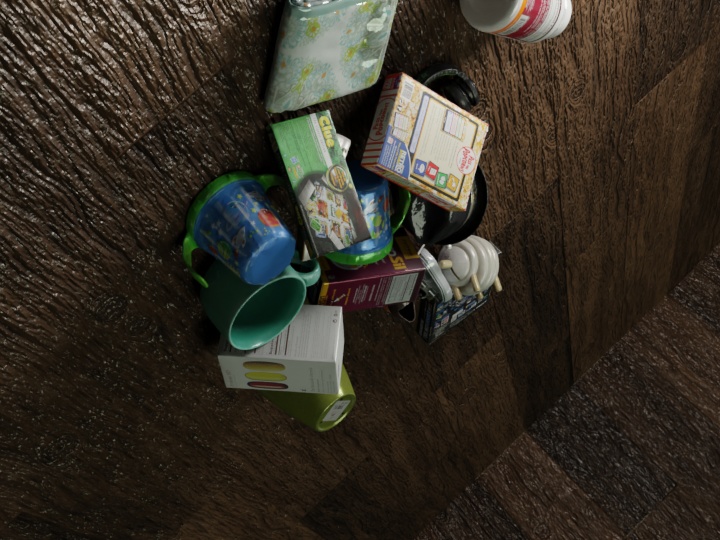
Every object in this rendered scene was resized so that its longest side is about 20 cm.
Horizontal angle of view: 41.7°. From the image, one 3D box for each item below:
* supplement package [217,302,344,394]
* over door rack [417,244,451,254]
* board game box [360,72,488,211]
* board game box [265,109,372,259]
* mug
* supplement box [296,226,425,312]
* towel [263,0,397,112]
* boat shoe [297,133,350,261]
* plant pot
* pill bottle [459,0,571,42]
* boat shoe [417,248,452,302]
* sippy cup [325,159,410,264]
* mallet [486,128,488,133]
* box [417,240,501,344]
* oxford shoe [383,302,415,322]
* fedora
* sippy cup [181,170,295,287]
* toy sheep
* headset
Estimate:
[{"bbox_3d":[-0.131,0.130,1.594,0.196,0.111,0.114,3,145,4],"label":"supplement package"},{"bbox_3d":[0.161,-0.101,1.805,0.200,0.066,0.149,-36,154,-51],"label":"over door rack"},{"bbox_3d":[0.106,-0.200,1.505,0.198,0.046,0.154,23,79,-35],"label":"board game box"},{"bbox_3d":[-0.060,-0.127,1.381,0.104,0.203,0.023,-19,180,-29],"label":"board game box"},{"bbox_3d":[-0.169,0.030,1.513,0.184,0.114,0.153,-5,132,-52],"label":"mug"},{"bbox_3d":[0.000,0.000,1.654,0.197,0.111,0.086,-8,139,-23],"label":"supplement box"},{"bbox_3d":[-0.038,-0.311,1.309,0.198,0.048,0.173,-23,144,-36],"label":"towel"},{"bbox_3d":[-0.051,-0.110,1.433,0.068,0.071,0.204,11,88,-16],"label":"boat shoe"},{"bbox_3d":[-0.104,0.188,1.722,0.186,0.200,0.188,-33,150,-22],"label":"plant pot"},{"bbox_3d":[0.251,-0.422,1.491,0.199,0.113,0.114,-6,133,-52],"label":"pill bottle"},{"bbox_3d":[0.131,0.020,1.915,0.071,0.072,0.200,-37,148,-1],"label":"boat shoe"},{"bbox_3d":[-0.009,-0.102,1.541,0.178,0.138,0.132,-51,153,-47],"label":"sippy cup"},{"bbox_3d":[0.174,-0.207,1.673,0.065,0.042,0.200,-26,174,-38],"label":"mallet"},{"bbox_3d":[0.223,0.051,2.158,0.199,0.050,0.200,-32,149,-24],"label":"box"},{"bbox_3d":[0.071,0.027,1.821,0.071,0.072,0.201,-41,145,-13],"label":"oxford shoe"},{"bbox_3d":[0.126,-0.118,1.637,0.092,0.198,0.202,-56,171,-54],"label":"fedora"},{"bbox_3d":[-0.167,-0.053,1.387,0.139,0.130,0.179,1,128,-54],"label":"sippy cup"},{"bbox_3d":[0.227,-0.009,1.993,0.199,0.138,0.139,3,126,-56],"label":"toy sheep"},{"bbox_3d":[0.146,-0.280,1.606,0.199,0.094,0.124,21,111,-44],"label":"headset"}]
